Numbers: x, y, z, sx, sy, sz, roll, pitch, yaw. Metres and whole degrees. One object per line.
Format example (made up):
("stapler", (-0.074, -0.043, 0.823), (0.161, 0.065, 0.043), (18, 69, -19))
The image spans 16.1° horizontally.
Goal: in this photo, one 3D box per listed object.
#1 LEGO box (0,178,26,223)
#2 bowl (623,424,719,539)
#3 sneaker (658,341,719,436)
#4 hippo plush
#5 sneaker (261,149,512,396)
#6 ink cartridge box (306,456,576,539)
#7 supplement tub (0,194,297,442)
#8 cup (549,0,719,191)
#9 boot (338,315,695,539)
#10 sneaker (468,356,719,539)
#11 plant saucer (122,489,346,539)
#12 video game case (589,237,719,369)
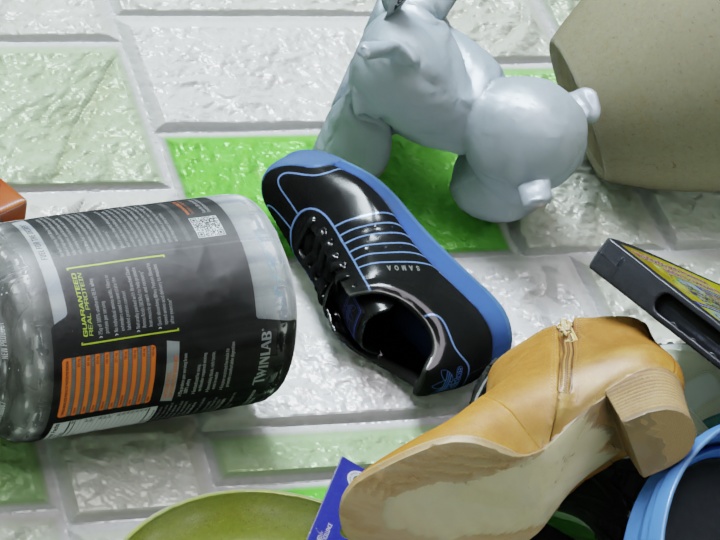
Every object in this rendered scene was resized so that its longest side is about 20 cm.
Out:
("LEGO box", (-0.316, -0.017, 1.455), (0.149, 0.078, 0.199), (37, 44, 24))
("bowl", (0.214, 0.180, 1.354), (0.200, 0.039, 0.202), (15, 66, -38))
("sneaker", (0.221, 0.117, 1.486), (0.199, 0.071, 0.093), (35, 37, 18))
("hippo plush", (0.074, -0.119, 1.633), (0.160, 0.200, 0.160), (24, 61, -2))
("sneaker", (0.000, 0.000, 1.549), (0.200, 0.070, 0.078), (39, 40, 25))
("ink cartridge box", (0.071, 0.164, 1.376), (0.199, 0.037, 0.095), (27, 31, -1))
("supplement tub", (-0.146, 0.028, 1.426), (0.199, 0.123, 0.123), (-8, 45, -27))
("cup", (0.210, -0.132, 1.704), (0.142, 0.201, 0.201), (-22, 47, -1))
("boot", (0.078, 0.086, 1.374), (0.200, 0.071, 0.144), (-17, 20, -3))
("sneaker", (0.139, 0.116, 1.463), (0.200, 0.074, 0.079), (34, 15, 37))
("plant saucer", (-0.043, 0.198, 1.336), (0.198, 0.031, 0.201), (9, 40, -8))
("video game case", (0.238, 0.056, 1.452), (0.181, 0.026, 0.200), (40, 11, 29))
